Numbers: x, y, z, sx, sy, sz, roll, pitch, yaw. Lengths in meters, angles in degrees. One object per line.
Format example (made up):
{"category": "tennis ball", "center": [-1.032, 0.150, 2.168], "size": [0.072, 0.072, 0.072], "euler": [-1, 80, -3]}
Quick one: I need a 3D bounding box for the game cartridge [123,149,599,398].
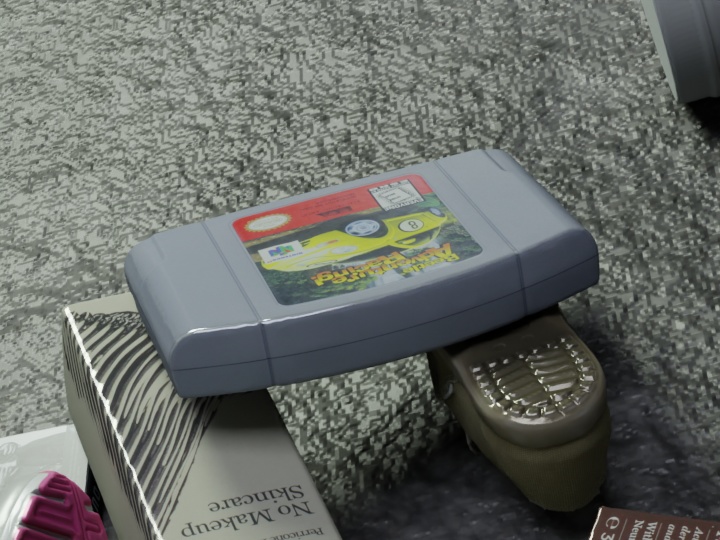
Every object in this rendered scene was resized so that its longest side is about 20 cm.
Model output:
{"category": "game cartridge", "center": [0.000, 0.000, 1.018], "size": [0.199, 0.041, 0.133], "euler": [-15, 29, -11]}

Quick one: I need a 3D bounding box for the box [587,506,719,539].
{"category": "box", "center": [0.172, 0.159, 0.845], "size": [0.199, 0.075, 0.100], "euler": [5, 48, 26]}

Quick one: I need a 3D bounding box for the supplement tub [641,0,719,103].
{"category": "supplement tub", "center": [0.235, -0.173, 1.123], "size": [0.199, 0.132, 0.132], "euler": [-18, 41, 7]}

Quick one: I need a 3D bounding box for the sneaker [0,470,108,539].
{"category": "sneaker", "center": [-0.171, 0.177, 0.955], "size": [0.088, 0.081, 0.201], "euler": [1, 61, 33]}

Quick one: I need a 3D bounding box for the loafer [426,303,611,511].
{"category": "loafer", "center": [0.066, 0.045, 1.019], "size": [0.075, 0.069, 0.200], "euler": [-11, 25, -2]}

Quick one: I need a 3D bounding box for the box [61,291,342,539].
{"category": "box", "center": [-0.074, 0.092, 1.016], "size": [0.082, 0.069, 0.200], "euler": [-12, 38, -18]}

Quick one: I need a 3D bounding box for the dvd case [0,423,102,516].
{"category": "dvd case", "center": [-0.222, 0.150, 1.070], "size": [0.199, 0.025, 0.151], "euler": [-13, 42, 12]}
